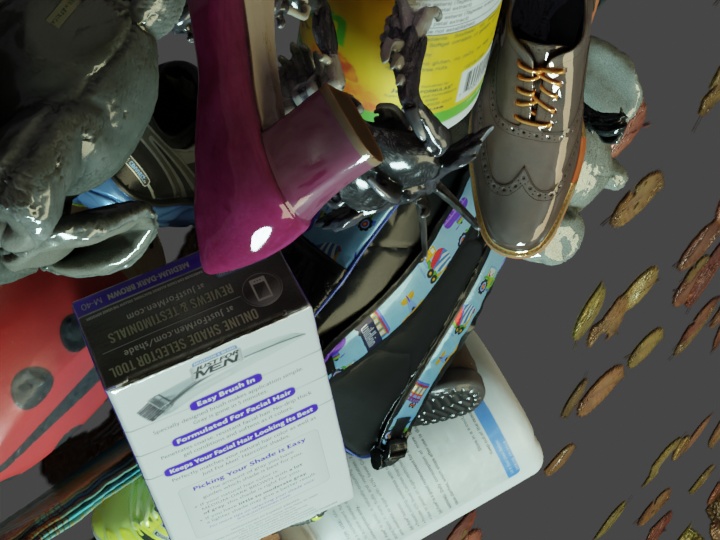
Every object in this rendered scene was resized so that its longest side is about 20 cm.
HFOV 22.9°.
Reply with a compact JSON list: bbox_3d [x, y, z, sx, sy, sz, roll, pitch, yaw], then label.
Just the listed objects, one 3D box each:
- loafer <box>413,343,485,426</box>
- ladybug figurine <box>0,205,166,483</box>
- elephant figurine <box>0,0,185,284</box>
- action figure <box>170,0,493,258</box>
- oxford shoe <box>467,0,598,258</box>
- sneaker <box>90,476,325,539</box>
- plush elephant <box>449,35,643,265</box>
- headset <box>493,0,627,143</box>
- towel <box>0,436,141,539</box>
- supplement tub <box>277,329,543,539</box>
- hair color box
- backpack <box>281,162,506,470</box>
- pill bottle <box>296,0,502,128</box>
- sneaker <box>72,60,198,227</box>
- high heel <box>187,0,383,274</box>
[{"bbox_3d":[-0.010,0.081,1.255,0.200,0.071,0.073,-12,152,13],"label":"loafer"},{"bbox_3d":[-0.174,0.045,0.946,0.200,0.072,0.136,-48,158,-14],"label":"ladybug figurine"},{"bbox_3d":[-0.163,-0.044,0.798,0.200,0.155,0.142,107,-7,-62],"label":"elephant figurine"},{"bbox_3d":[-0.009,-0.097,0.917,0.200,0.119,0.102,44,38,-33],"label":"action figure"},{"bbox_3d":[0.098,-0.106,1.034,0.073,0.071,0.200,-14,110,-81],"label":"oxford shoe"},{"bbox_3d":[-0.109,0.137,1.144,0.200,0.076,0.076,-22,151,36],"label":"sneaker"},{"bbox_3d":[0.121,-0.094,1.231,0.165,0.155,0.200,-59,159,14],"label":"plush elephant"},{"bbox_3d":[0.113,-0.173,1.101,0.123,0.094,0.200,-30,120,-16],"label":"headset"},{"bbox_3d":[-0.171,0.137,1.071,0.200,0.022,0.147,-35,-177,-40],"label":"towel"},{"bbox_3d":[0.024,0.140,1.340,0.200,0.132,0.132,-29,156,-3],"label":"supplement tub"},{"bbox_3d":[-0.073,0.073,0.949,0.109,0.065,0.200,-23,147,-9],"label":"hair color box"},{"bbox_3d":[0.000,0.000,1.132,0.200,0.134,0.183,-54,148,-4],"label":"backpack"},{"bbox_3d":[0.028,-0.179,0.974,0.111,0.111,0.200,-38,153,-35],"label":"pill bottle"},{"bbox_3d":[-0.090,-0.068,0.946,0.200,0.071,0.083,-7,120,-69],"label":"sneaker"},{"bbox_3d":[-0.076,-0.100,0.803,0.096,0.200,0.067,-35,158,13],"label":"high heel"}]
